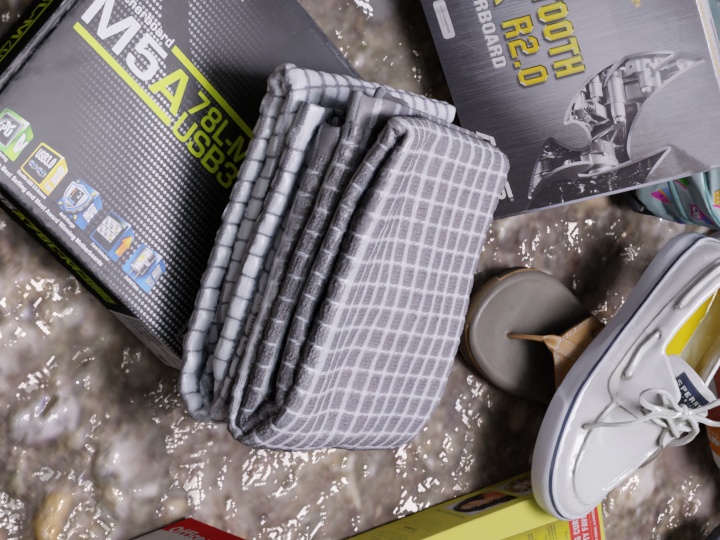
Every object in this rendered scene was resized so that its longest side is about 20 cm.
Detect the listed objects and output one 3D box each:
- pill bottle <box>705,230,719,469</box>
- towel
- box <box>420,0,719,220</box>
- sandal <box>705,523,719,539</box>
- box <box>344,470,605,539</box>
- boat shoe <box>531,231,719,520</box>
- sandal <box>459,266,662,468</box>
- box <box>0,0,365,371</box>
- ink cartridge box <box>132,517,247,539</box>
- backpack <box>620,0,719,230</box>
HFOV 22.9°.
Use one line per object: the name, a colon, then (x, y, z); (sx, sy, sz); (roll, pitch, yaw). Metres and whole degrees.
pill bottle: (0.283, 0.076, 1.199); (0.112, 0.112, 0.201); (-25, 108, -30)
towel: (0.000, 0.000, 0.965); (0.165, 0.085, 0.201); (9, 103, -58)
box: (0.124, -0.143, 1.042); (0.048, 0.157, 0.201); (-57, 132, -61)
sandal: (0.233, 0.260, 1.231); (0.075, 0.048, 0.202); (-10, 113, -35)
box: (0.062, 0.183, 1.094); (0.199, 0.050, 0.076); (-14, 101, -34)
boat shoe: (0.186, 0.072, 1.081); (0.202, 0.086, 0.075); (-53, 128, -12)
sandal: (0.142, 0.067, 1.134); (0.200, 0.054, 0.082); (43, 71, -30)
box: (-0.099, -0.078, 0.957); (0.194, 0.047, 0.200); (-52, 121, -17)
ink cartridge box: (-0.107, 0.190, 0.938); (0.199, 0.116, 0.068); (-18, 105, -33)
backpack: (0.230, -0.123, 1.133); (0.166, 0.126, 0.202); (-13, 105, -36)
